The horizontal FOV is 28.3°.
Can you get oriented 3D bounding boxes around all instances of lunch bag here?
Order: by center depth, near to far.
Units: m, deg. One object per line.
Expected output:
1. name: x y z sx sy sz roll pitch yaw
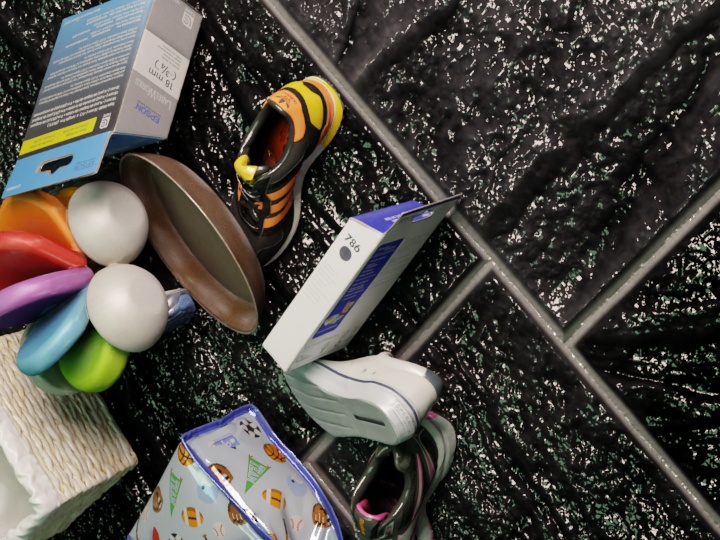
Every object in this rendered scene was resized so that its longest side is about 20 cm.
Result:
1. lunch bag: -0.109 0.263 1.353 0.200 0.123 0.171 47 130 18

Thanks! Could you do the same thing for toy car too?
1. toy car: -0.283 0.016 1.320 0.174 0.149 0.202 -29 70 38

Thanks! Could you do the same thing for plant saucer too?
1. plant saucer: -0.149 -0.030 1.318 0.200 0.032 0.201 42 155 24

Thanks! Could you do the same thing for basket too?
1. basket: -0.371 0.191 1.497 0.198 0.160 0.201 -41 77 34

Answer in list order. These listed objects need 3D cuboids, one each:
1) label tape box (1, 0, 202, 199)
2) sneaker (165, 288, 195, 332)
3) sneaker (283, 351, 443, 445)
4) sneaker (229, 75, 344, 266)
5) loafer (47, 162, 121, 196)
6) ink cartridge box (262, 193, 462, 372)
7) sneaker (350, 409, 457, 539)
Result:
1. label tape box: -0.236 -0.150 1.308 0.143 0.063 0.202 -10 58 41
2. sneaker: -0.250 0.032 1.430 0.199 0.077 0.086 -12 90 36
3. sneaker: 0.004 0.107 1.273 0.199 0.071 0.073 13 132 55
4. sneaker: -0.090 -0.083 1.278 0.070 0.090 0.201 39 121 21
5. loafer: -0.308 -0.053 1.453 0.199 0.063 0.072 -30 84 36
6. ink cartridge box: 0.000 0.000 1.232 0.039 0.099 0.200 48 122 16
7. sneaker: 0.018 0.220 1.281 0.080 0.086 0.202 21 113 29
